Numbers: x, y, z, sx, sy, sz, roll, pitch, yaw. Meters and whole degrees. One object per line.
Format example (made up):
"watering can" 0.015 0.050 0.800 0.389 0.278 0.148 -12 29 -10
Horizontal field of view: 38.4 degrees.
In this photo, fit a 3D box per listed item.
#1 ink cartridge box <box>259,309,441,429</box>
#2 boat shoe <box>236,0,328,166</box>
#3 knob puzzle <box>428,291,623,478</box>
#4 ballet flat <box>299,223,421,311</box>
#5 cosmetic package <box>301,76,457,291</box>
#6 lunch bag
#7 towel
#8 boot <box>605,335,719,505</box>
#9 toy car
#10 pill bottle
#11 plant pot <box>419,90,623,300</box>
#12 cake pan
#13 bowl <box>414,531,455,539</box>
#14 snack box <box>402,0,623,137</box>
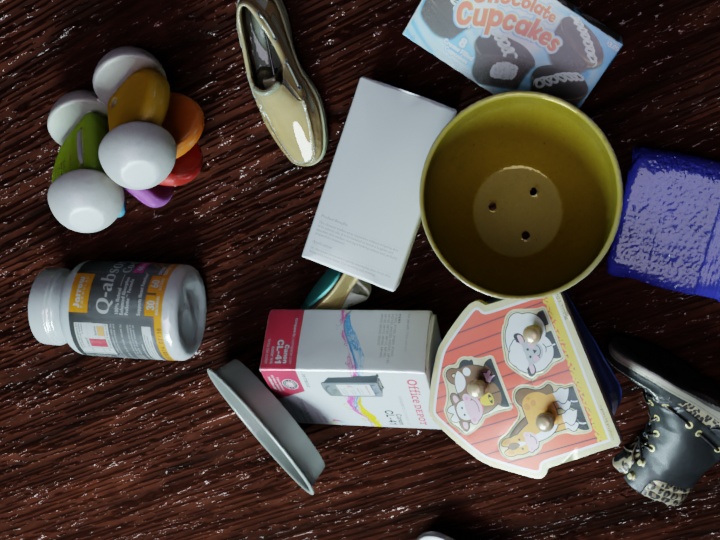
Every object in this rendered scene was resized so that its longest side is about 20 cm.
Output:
"ink cartridge box" -0.004 0.117 1.218 0.196 0.087 0.149 1 146 15
"boat shoe" -0.094 -0.200 1.124 0.070 0.076 0.203 -15 111 20
"knob puzzle" 0.152 0.129 1.096 0.216 0.030 0.224 7 104 28
"ballet flat" 0.000 0.000 1.203 0.062 0.069 0.201 32 119 -9
"cosmetic package" 0.021 -0.092 1.106 0.111 0.081 0.203 21 93 4
"lunch bag" 0.202 0.117 1.160 0.135 0.132 0.202 -31 85 30
"towel" 0.372 -0.045 1.103 0.196 0.050 0.150 13 111 8
"boot" 0.343 0.178 1.203 0.198 0.074 0.152 28 119 -7
"toy car" -0.258 -0.134 1.169 0.199 0.177 0.149 -34 140 25
"pill bottle" -0.298 0.048 1.272 0.196 0.117 0.119 2 116 12
"plant pot" 0.164 -0.069 1.069 0.196 0.142 0.205 0 87 8
"cake pan" -0.112 0.187 1.269 0.037 0.200 0.201 -40 104 -14
"bowl" 0.114 0.455 1.364 0.198 0.075 0.202 31 95 -3
"snack box" 0.156 -0.242 1.064 0.198 0.037 0.117 32 118 -2
